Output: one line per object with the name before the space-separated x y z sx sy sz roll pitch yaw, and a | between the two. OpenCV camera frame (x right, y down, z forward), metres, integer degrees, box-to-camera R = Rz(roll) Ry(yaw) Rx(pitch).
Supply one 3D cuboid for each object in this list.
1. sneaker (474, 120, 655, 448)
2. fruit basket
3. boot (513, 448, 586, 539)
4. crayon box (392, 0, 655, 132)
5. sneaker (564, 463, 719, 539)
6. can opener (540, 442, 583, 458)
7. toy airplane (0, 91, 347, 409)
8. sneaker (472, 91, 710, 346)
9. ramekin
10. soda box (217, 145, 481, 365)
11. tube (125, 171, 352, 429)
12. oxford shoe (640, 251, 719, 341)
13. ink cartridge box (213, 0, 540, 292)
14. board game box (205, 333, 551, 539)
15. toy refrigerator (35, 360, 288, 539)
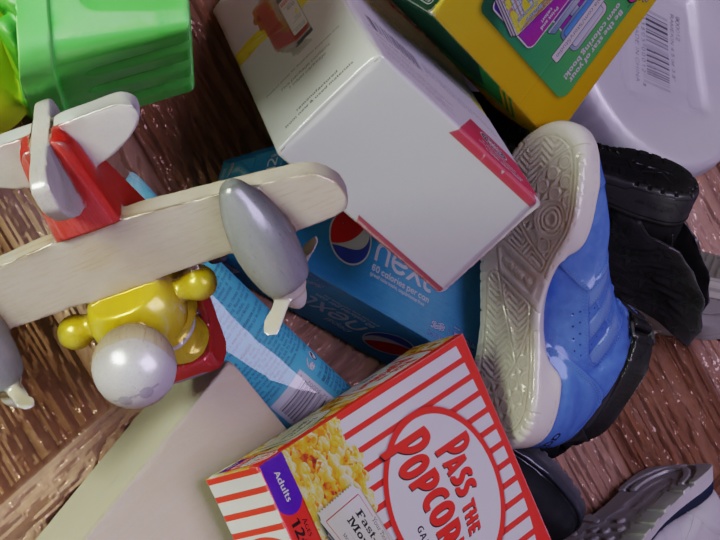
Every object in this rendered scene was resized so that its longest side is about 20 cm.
sneaker | 0.132 0.010 1.591 0.111 0.077 0.201 4 94 -48
fruit basket | -0.189 -0.139 1.381 0.215 0.215 0.156 2 80 -42
boot | 0.043 0.181 1.578 0.165 0.066 0.200 41 54 -20
crayon box | 0.120 -0.201 1.536 0.200 0.058 0.173 -53 144 -3
sneaker | 0.177 0.198 1.697 0.200 0.076 0.081 -28 110 -40
can opener | 0.095 0.028 1.672 0.063 0.079 0.201 -24 96 -3
toy airplane | -0.127 0.002 1.356 0.199 0.200 0.142 7 55 -28
sneaker | 0.137 -0.034 1.638 0.199 0.104 0.060 20 36 3
ramekin | 0.164 -0.136 1.714 0.200 0.098 0.201 18 63 -38
soda box | 0.000 0.000 1.577 0.200 0.064 0.068 31 63 -34
tube | -0.081 0.035 1.513 0.200 0.050 0.078 43 55 -20
oxford shoe | 0.190 0.012 1.748 0.200 0.075 0.058 12 112 -35
ink cartridge box | 0.005 -0.099 1.516 0.145 0.083 0.200 39 14 -30
board game box | 0.017 0.144 1.485 0.200 0.046 0.152 -31 100 -47
toy refrigerator | -0.122 0.147 1.438 0.076 0.070 0.200 51 51 -18
